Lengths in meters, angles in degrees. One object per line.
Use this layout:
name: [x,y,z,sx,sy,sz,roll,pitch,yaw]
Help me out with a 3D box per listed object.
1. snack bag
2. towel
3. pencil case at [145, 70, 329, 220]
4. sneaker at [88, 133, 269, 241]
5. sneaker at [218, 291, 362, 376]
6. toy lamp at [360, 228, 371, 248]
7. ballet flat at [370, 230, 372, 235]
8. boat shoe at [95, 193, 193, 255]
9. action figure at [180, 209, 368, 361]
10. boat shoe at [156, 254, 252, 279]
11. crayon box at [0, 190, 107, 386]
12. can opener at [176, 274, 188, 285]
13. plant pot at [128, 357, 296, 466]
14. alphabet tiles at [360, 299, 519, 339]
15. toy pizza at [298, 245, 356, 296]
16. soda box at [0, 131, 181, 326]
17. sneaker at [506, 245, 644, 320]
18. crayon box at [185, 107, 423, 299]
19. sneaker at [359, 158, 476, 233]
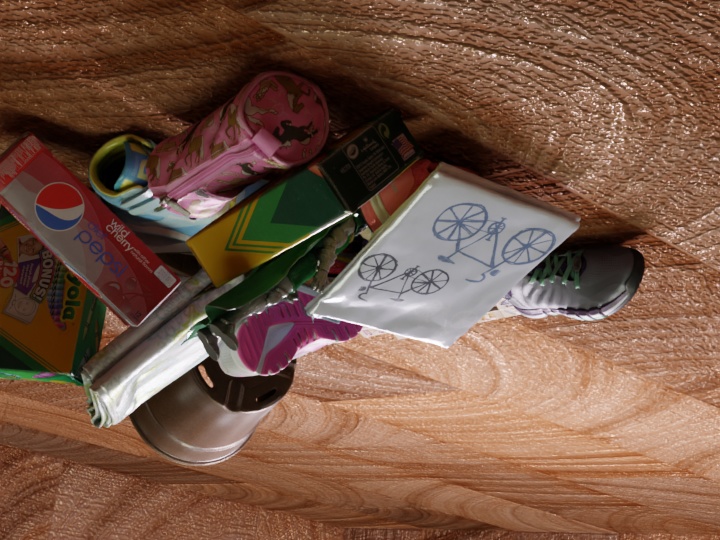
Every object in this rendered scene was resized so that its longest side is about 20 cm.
snack bag: [0.075,-0.005,1.252,0.189,0.021,0.200,15,130,-39]
towel: [-0.199,0.078,1.420,0.048,0.200,0.171,47,162,7]
pencil case: [-0.105,-0.101,1.151,0.083,0.087,0.200,10,162,-31]
sneaker: [-0.161,-0.073,1.291,0.200,0.080,0.131,4,164,9]
sneaker: [-0.079,0.057,1.482,0.200,0.081,0.088,-21,-177,-43]
toy lamp: [-0.009,-0.057,1.315,0.058,0.058,0.200,1,165,23]
ballet flat: [0.078,-0.019,1.361,0.069,0.070,0.200,-1,169,26]
boat shoe: [-0.181,-0.043,1.420,0.200,0.071,0.070,1,158,1]
action figure: [-0.059,0.000,1.196,0.055,0.200,0.118,53,150,-7]
boat shoe: [-0.151,-0.008,1.509,0.200,0.071,0.069,16,160,-28]
crayon box: [-0.326,0.016,1.445,0.119,0.200,0.058,3,163,14]
can opener: [-0.205,0.019,1.688,0.066,0.053,0.200,-23,-172,-39]
plant pot: [-0.190,0.139,1.841,0.200,0.200,0.198,15,154,-21]
alphabet tiles: [0.084,0.042,1.591,0.200,0.008,0.167,-13,159,14]
toy pizza: [0.000,0.000,1.437,0.200,0.032,0.200,12,-167,-3]
soda box: [-0.264,-0.037,1.304,0.200,0.063,0.070,47,167,-13]
sneaker: [0.196,0.008,1.406,0.088,0.074,0.200,22,159,-27]
crayon box: [-0.058,-0.054,1.155,0.200,0.127,0.051,-28,99,39]
sneaker: [0.089,-0.051,1.261,0.087,0.074,0.200,-30,150,33]
